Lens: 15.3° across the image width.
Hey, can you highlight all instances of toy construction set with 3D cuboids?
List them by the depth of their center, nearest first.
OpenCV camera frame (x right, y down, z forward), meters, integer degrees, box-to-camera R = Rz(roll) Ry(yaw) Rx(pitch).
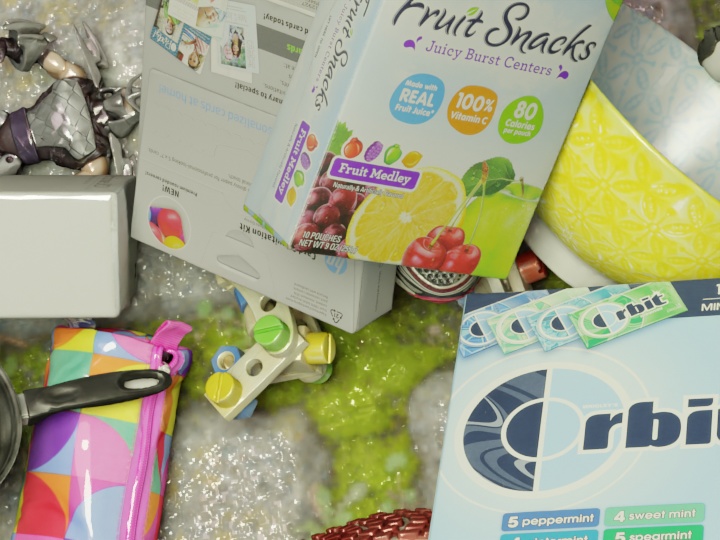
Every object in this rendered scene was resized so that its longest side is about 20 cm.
[{"bbox_3d":[0.000,0.000,1.481,0.199,0.092,0.132,-15,61,3],"label":"toy construction set"}]

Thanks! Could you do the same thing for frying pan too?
[{"bbox_3d":[-0.209,0.065,1.434,0.190,0.031,0.115,-30,75,-30],"label":"frying pan"}]

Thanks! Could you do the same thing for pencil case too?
[{"bbox_3d":[-0.148,0.124,1.487,0.088,0.088,0.201,8,82,13],"label":"pencil case"}]

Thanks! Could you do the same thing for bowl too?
[{"bbox_3d":[0.144,-0.047,1.429,0.200,0.200,0.108,48,113,17],"label":"bowl"}]

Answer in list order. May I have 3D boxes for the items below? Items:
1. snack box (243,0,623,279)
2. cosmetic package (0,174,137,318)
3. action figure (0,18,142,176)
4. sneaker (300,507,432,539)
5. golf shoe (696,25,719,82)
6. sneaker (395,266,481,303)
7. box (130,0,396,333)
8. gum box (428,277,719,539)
[{"bbox_3d":[0.042,-0.100,1.305,0.053,0.142,0.201,42,117,47],"label":"snack box"},{"bbox_3d":[-0.226,-0.014,1.469,0.199,0.101,0.072,0,97,1],"label":"cosmetic package"},{"bbox_3d":[-0.209,-0.073,1.555,0.199,0.069,0.131,-17,70,4],"label":"action figure"},{"bbox_3d":[-0.015,0.186,1.462,0.199,0.078,0.082,-20,94,7],"label":"sneaker"},{"bbox_3d":[0.272,-0.077,1.446,0.199,0.078,0.095,17,81,10],"label":"golf shoe"},{"bbox_3d":[0.037,-0.080,1.403,0.080,0.075,0.201,-4,103,-7],"label":"sneaker"},{"bbox_3d":[-0.046,-0.085,1.395,0.156,0.041,0.201,22,121,29],"label":"box"},{"bbox_3d":[0.126,0.090,1.311,0.169,0.045,0.200,-5,44,15],"label":"gum box"}]
